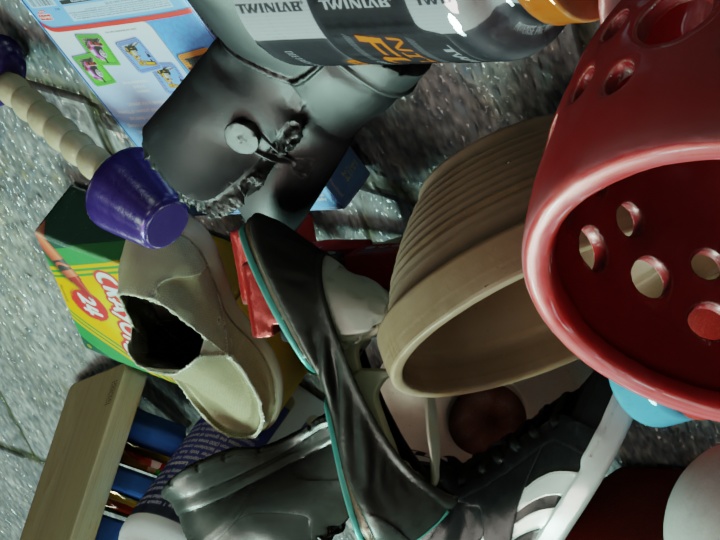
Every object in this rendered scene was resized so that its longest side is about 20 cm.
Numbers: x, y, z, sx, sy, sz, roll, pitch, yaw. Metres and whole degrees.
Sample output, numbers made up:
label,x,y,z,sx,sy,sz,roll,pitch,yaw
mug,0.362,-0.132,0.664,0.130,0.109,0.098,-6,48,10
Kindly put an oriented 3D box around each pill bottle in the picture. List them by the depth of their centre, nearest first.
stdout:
label,x,y,z,sx,sy,sz,roll,pitch,yaw
pill bottle,0.036,-0.153,1.250,0.199,0.106,0.106,3,138,46
pill bottle,-0.096,0.177,1.785,0.115,0.200,0.116,27,150,17

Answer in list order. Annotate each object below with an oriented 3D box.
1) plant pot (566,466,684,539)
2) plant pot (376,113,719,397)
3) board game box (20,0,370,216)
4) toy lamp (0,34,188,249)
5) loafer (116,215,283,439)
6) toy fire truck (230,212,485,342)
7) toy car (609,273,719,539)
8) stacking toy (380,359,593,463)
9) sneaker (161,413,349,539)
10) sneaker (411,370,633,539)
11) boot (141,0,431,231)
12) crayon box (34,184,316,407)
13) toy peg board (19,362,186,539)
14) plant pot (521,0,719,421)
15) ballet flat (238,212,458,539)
label,x,y,z,sx,sy,sz,roll,pitch,yaw
plant pot,0.193,0.229,1.570,0.199,0.177,0.200,-2,134,49
plant pot,0.093,-0.018,1.355,0.201,0.200,0.093,119,132,-61
board game box,-0.104,-0.116,1.531,0.151,0.037,0.200,-1,134,49
toy lamp,-0.177,-0.078,1.588,0.200,0.058,0.058,37,157,35
loafer,-0.110,0.045,1.637,0.075,0.068,0.201,10,142,33
toy fire truck,0.000,0.000,1.521,0.199,0.141,0.049,-4,102,23
toy car,0.221,0.117,1.316,0.176,0.201,0.184,28,154,-26
stacking toy,0.086,0.116,1.602,0.146,0.147,0.200,27,166,16
sneaker,-0.027,0.142,1.697,0.076,0.199,0.091,5,-116,-79
sneaker,0.074,0.110,1.445,0.111,0.073,0.201,29,109,4
boot,-0.080,-0.117,1.412,0.200,0.077,0.168,36,129,-11
crayon box,-0.114,0.026,1.738,0.199,0.051,0.127,18,146,29
toy peg board,-0.178,0.184,1.889,0.097,0.201,0.199,20,167,-15
plant pot,0.183,-0.057,1.123,0.199,0.183,0.201,11,143,9
ballet flat,0.000,0.053,1.421,0.068,0.068,0.201,-21,-91,-79
